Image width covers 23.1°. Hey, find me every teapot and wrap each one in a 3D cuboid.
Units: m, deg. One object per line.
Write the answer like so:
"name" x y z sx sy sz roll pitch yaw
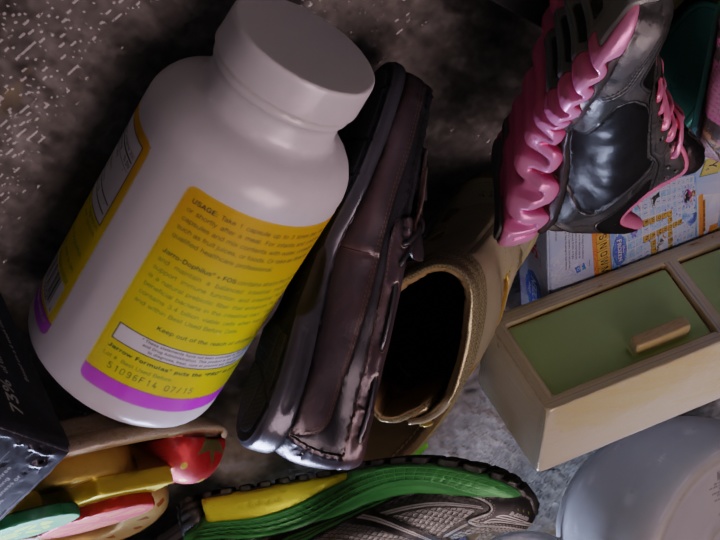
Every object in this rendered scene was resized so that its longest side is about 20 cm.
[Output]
"teapot" 0.210 0.191 1.280 0.200 0.146 0.198 42 73 -37

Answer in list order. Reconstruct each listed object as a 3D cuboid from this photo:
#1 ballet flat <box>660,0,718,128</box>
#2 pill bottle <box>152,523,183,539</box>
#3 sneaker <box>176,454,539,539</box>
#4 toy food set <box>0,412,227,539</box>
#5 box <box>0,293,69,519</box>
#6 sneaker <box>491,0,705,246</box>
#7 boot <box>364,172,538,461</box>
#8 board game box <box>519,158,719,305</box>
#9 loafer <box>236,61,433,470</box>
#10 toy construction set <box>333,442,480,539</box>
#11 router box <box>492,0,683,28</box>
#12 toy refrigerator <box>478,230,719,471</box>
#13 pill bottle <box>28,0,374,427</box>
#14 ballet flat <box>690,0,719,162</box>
"ballet flat" 0.198 -0.140 0.925 0.200 0.069 0.071 -55 172 16
"pill bottle" -0.131 0.240 1.085 0.200 0.120 0.120 -34 144 1
"sneaker" 0.002 0.150 0.976 0.199 0.086 0.078 -12 170 9
"toy food set" -0.164 0.118 0.918 0.197 0.049 0.200 -7 165 -41
"box" -0.241 0.032 0.734 0.104 0.148 0.200 -43 142 14
"sneaker" 0.125 -0.076 0.845 0.095 0.079 0.200 9 151 -6
"boot" 0.025 0.053 0.962 0.200 0.073 0.155 -59 177 26
"board game box" 0.190 -0.040 1.073 0.199 0.041 0.200 -24 144 -12
"loafer" 0.000 0.000 0.862 0.063 0.072 0.201 23 82 -18
"toy construction set" 0.033 0.177 1.121 0.092 0.131 0.200 -30 143 -23
"router box" 0.108 -0.194 0.821 0.200 0.052 0.157 18 121 -47
"toy refrigerator" 0.177 0.039 1.056 0.199 0.076 0.070 -19 143 -17
"pill bottle" -0.073 -0.028 0.831 0.104 0.104 0.200 5 130 -41
"ballet flat" 0.195 -0.133 0.824 0.069 0.071 0.201 -51 146 -43
